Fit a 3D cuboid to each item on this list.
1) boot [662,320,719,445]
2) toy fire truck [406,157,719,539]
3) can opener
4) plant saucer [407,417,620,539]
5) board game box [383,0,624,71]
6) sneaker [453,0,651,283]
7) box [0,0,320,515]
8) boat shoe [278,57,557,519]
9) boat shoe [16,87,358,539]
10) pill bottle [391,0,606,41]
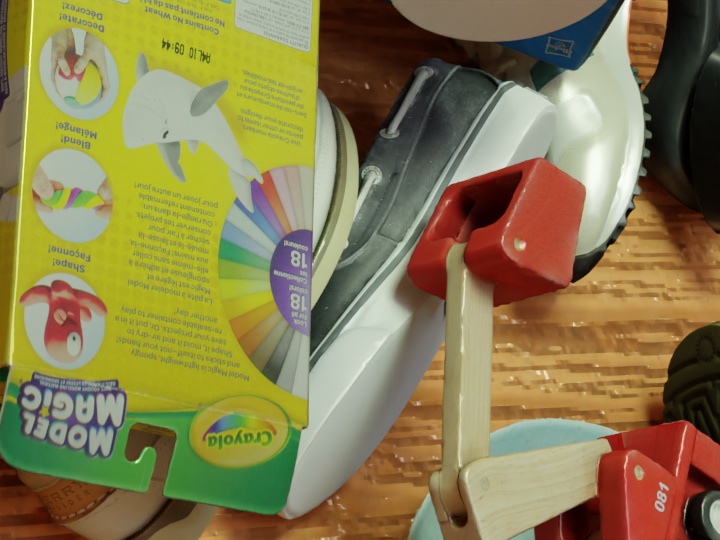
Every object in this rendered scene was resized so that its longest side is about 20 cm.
[{"bbox_3d":[0.222,0.086,1.146,0.199,0.066,0.176,-18,93,-43],"label":"boot"},{"bbox_3d":[0.067,0.079,0.948,0.141,0.049,0.201,35,56,-34],"label":"toy fire truck"},{"bbox_3d":[0.151,-0.116,1.142,0.063,0.078,0.202,-12,105,-42],"label":"can opener"},{"bbox_3d":[0.082,0.156,1.008,0.200,0.039,0.202,18,59,-32],"label":"plant saucer"},{"bbox_3d":[0.021,-0.199,1.080,0.199,0.056,0.197,20,54,-6],"label":"board game box"},{"bbox_3d":[0.063,-0.089,1.108,0.093,0.070,0.201,12,62,-15],"label":"sneaker"},{"bbox_3d":[-0.070,-0.026,0.871,0.117,0.048,0.202,15,67,-36],"label":"box"},{"bbox_3d":[0.000,0.000,1.003,0.067,0.072,0.201,25,62,14],"label":"boat shoe"},{"bbox_3d":[-0.059,0.003,0.943,0.068,0.075,0.201,39,50,-25],"label":"boat shoe"},{"bbox_3d":[0.042,-0.186,0.976,0.112,0.113,0.201,17,53,-33],"label":"pill bottle"}]
